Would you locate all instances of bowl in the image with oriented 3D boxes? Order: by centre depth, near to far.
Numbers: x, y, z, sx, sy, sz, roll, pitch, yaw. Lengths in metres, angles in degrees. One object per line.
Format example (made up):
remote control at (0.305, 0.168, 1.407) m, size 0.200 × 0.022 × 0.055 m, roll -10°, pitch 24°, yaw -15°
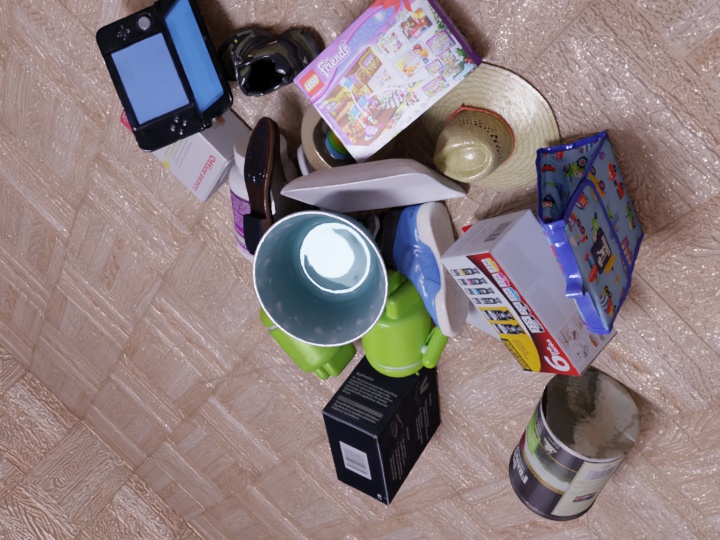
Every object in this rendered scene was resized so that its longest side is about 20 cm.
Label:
bowl at (-0.047, -0.003, 1.238) m, size 0.197 × 0.105 × 0.204 m, roll 5°, pitch 111°, yaw 12°

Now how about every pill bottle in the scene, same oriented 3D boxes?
pill bottle at (-0.151, -0.117, 1.364) m, size 0.111 × 0.112 × 0.202 m, roll 24°, pitch 139°, yaw 23°

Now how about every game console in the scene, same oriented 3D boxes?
game console at (-0.291, -0.300, 1.259) m, size 0.116 × 0.173 × 0.203 m, roll -90°, pitch -22°, yaw -87°

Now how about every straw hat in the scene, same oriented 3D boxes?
straw hat at (0.139, -0.155, 1.064) m, size 0.199 × 0.085 × 0.203 m, roll 26°, pitch 142°, yaw 22°

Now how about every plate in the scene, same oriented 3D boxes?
plate at (0.022, -0.113, 1.134) m, size 0.196 × 0.199 × 0.033 m, roll -5°, pitch 85°, yaw 23°

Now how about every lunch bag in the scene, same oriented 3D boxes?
lunch bag at (0.249, -0.036, 0.969) m, size 0.093 × 0.201 × 0.152 m, roll -13°, pitch 121°, yaw 30°

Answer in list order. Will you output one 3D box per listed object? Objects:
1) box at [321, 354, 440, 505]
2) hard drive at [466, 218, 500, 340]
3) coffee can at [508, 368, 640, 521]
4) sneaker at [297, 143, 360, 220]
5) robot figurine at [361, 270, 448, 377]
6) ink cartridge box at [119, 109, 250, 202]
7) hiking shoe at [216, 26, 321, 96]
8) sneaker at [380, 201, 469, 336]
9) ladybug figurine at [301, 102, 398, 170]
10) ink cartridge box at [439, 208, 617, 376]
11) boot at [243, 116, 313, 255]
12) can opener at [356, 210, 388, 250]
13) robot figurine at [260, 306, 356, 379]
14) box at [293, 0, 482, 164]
box at (0.042, 0.257, 1.494) m, size 0.116 × 0.200 × 0.199 m, roll 19°, pitch 139°, yaw 28°
hard drive at (0.220, 0.030, 1.232) m, size 0.131 × 0.027 × 0.202 m, roll 28°, pitch 143°, yaw 20°
coffee can at (0.315, 0.262, 1.280) m, size 0.145 × 0.147 × 0.202 m, roll 30°, pitch 143°, yaw 17°
sneaker at (-0.071, -0.106, 1.334) m, size 0.098 × 0.071 × 0.202 m, roll -1°, pitch 130°, yaw 39°
robot figurine at (0.057, 0.089, 1.375) m, size 0.174 × 0.116 × 0.202 m, roll 26°, pitch 142°, yaw 30°
ink cartridge box at (-0.284, -0.232, 1.401) m, size 0.200 × 0.083 × 0.145 m, roll 45°, pitch 144°, yaw -2°
hiking shoe at (-0.151, -0.288, 1.195) m, size 0.198 × 0.101 × 0.077 m, roll 4°, pitch 130°, yaw 42°
sneaker at (0.088, 0.000, 1.264) m, size 0.110 × 0.076 × 0.203 m, roll -1°, pitch 113°, yaw 41°
ladybug figurine at (-0.010, -0.194, 1.181) m, size 0.136 × 0.072 × 0.200 m, roll 46°, pitch 145°, yaw -5°
ink cartridge box at (0.205, 0.033, 1.117) m, size 0.201 × 0.084 × 0.175 m, roll 51°, pitch 161°, yaw -11°
boot at (-0.118, -0.126, 1.268) m, size 0.074 × 0.096 × 0.204 m, roll 29°, pitch 118°, yaw 48°
can opener at (0.000, 0.000, 1.324) m, size 0.202 × 0.066 × 0.054 m, roll -68°, pitch 29°, yaw 27°
robot figurine at (-0.097, 0.097, 1.523) m, size 0.201 × 0.116 × 0.175 m, roll 49°, pitch 150°, yaw -9°
box at (0.031, -0.243, 1.044) m, size 0.199 × 0.039 × 0.137 m, roll -35°, pitch 98°, yaw 29°
